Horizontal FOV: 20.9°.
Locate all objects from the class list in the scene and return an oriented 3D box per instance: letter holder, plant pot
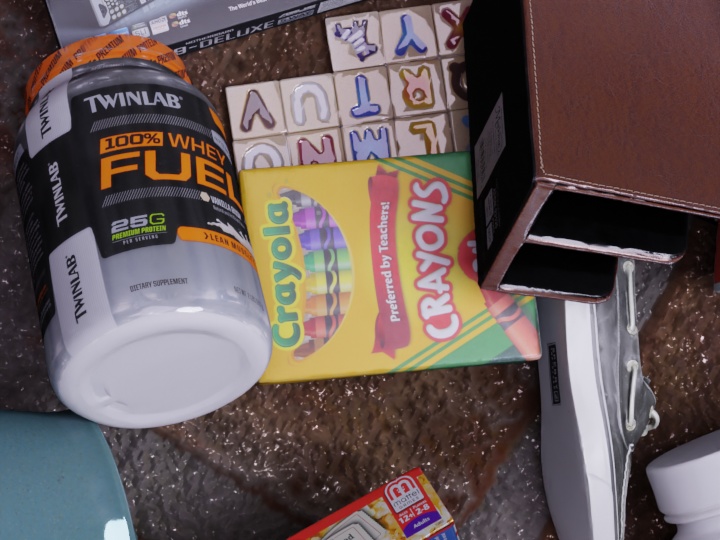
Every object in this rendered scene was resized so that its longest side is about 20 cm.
[{"bbox_3d":[0.143,-0.088,1.100,0.142,0.101,0.200,8,53,-12],"label":"letter holder"},{"bbox_3d":[-0.224,0.160,1.055,0.188,0.200,0.201,-11,86,-21],"label":"plant pot"}]

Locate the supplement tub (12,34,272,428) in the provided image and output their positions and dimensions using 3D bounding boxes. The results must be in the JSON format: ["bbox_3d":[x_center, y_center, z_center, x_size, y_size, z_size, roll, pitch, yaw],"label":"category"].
[{"bbox_3d":[-0.125,-0.025,1.077,0.122,0.123,0.200,-12,59,-6],"label":"supplement tub"}]

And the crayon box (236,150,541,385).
[{"bbox_3d":[0.000,0.000,1.144,0.199,0.051,0.127,-6,86,-6],"label":"crayon box"}]

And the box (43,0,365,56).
[{"bbox_3d":[-0.100,-0.214,1.159,0.200,0.050,0.158,-17,87,-6],"label":"box"}]

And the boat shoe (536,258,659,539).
[{"bbox_3d":[0.144,0.079,1.147,0.064,0.071,0.201,-5,92,-17],"label":"boat shoe"}]

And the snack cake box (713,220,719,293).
[{"bbox_3d":[0.253,-0.086,1.104,0.067,0.115,0.201,6,86,-6],"label":"snack cake box"}]

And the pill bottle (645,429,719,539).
[{"bbox_3d":[0.244,0.190,1.125,0.113,0.113,0.200,-22,89,-7],"label":"pill bottle"}]

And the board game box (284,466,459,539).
[{"bbox_3d":[-0.028,0.212,1.084,0.200,0.152,0.046,-28,49,-7],"label":"board game box"}]

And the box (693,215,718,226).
[{"bbox_3d":[0.308,-0.099,1.191,0.160,0.044,0.200,21,84,-3],"label":"box"}]

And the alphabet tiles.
[{"bbox_3d":[0.023,-0.076,1.181,0.199,0.008,0.168,-8,86,-6],"label":"alphabet tiles"}]
